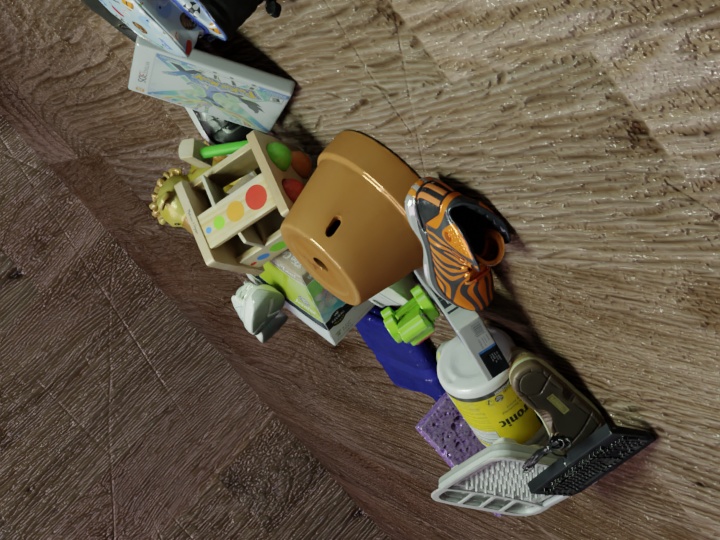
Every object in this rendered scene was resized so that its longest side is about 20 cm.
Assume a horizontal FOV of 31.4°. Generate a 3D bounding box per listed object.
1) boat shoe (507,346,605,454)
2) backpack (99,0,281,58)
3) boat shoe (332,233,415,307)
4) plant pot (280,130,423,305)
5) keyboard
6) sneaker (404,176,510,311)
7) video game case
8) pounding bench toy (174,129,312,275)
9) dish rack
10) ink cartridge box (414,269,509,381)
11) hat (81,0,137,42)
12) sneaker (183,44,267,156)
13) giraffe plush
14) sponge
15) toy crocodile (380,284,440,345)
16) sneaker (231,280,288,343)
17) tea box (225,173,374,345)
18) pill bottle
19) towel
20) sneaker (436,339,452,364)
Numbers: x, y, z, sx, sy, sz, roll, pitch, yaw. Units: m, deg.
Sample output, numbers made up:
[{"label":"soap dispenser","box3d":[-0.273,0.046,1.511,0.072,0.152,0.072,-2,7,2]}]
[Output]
[{"label":"boat shoe","box3d":[0.255,0.167,1.640,0.200,0.072,0.076,52,-170,-28]},{"label":"backpack","box3d":[-0.212,-0.329,1.400,0.200,0.154,0.190,50,175,-29]},{"label":"boat shoe","box3d":[0.000,0.000,1.743,0.068,0.072,0.200,-19,154,28]},{"label":"plant pot","box3d":[-0.003,-0.052,1.575,0.200,0.140,0.200,40,164,14]},{"label":"keyboard","box3d":[0.268,0.240,1.601,0.127,0.021,0.200,12,145,-19]},{"label":"sneaker","box3d":[0.125,-0.012,1.458,0.112,0.078,0.200,30,159,47]},{"label":"video game case","box3d":[-0.195,-0.237,1.638,0.199,0.022,0.182,16,167,-10]},{"label":"pounding bench toy","box3d":[-0.147,-0.122,1.699,0.124,0.156,0.200,13,-132,-61]},{"label":"dish rack","box3d":[0.206,0.277,1.729,0.171,0.044,0.200,14,150,-20]},{"label":"ink cartridge box","box3d":[0.121,0.049,1.639,0.100,0.039,0.200,56,-179,-36]},{"label":"hat","box3d":[-0.264,-0.335,1.639,0.200,0.081,0.201,34,175,4]},{"label":"sneaker","box3d":[-0.201,-0.236,1.754,0.200,0.076,0.088,46,159,-2]},{"label":"giraffe plush","box3d":[-0.243,-0.126,1.975,0.200,0.162,0.173,36,163,30]},{"label":"sponge","box3d":[0.187,0.275,1.997,0.200,0.112,0.030,48,163,-12]},{"label":"toy crocodile","box3d":[0.072,0.066,1.685,0.062,0.067,0.200,53,-177,-5]},{"label":"sneaker","box3d":[-0.158,0.052,1.893,0.080,0.070,0.200,45,169,8]},{"label":"tea box","box3d":[-0.083,-0.032,1.857,0.200,0.134,0.197,36,164,30]},{"label":"pill bottle","box3d":[0.190,0.175,1.720,0.111,0.111,0.200,29,160,46]},{"label":"towel","box3d":[0.071,0.125,2.049,0.147,0.050,0.200,19,151,45]},{"label":"sneaker","box3d":[0.180,0.179,1.860,0.200,0.075,0.076,59,170,-11]}]
